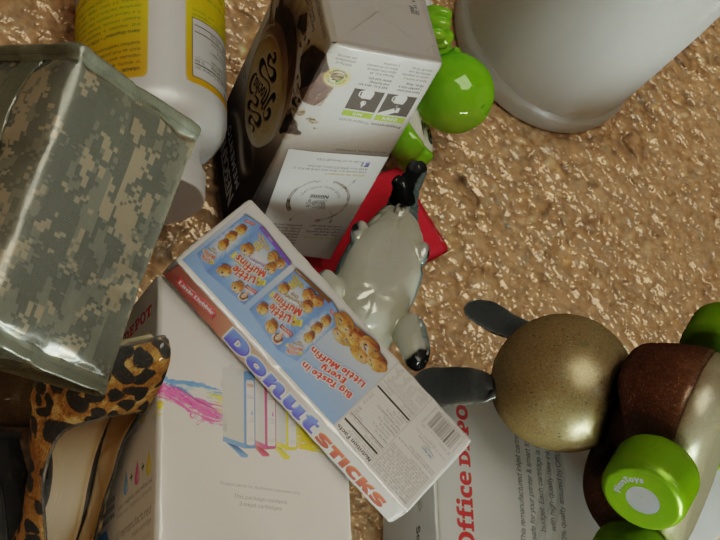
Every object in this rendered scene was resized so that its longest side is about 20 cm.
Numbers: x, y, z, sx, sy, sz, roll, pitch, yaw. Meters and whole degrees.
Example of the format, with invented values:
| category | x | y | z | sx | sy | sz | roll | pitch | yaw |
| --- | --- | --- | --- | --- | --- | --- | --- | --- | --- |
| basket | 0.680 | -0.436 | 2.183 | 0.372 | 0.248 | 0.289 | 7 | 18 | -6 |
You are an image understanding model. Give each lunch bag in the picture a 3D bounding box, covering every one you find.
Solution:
| category | x | y | z | sx | sy | sz | roll | pitch | yaw |
| --- | --- | --- | --- | --- | --- | --- | --- | --- | --- |
| lunch bag | -0.210 | -0.035 | 0.914 | 0.118 | 0.200 | 0.164 | 33 | 70 | -46 |

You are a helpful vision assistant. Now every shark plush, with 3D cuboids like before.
| category | x | y | z | sx | sy | sz | roll | pitch | yaw |
| --- | --- | --- | --- | --- | --- | --- | --- | --- | --- |
| shark plush | 0.000 | 0.000 | 1.140 | 0.091 | 0.083 | 0.200 | 15 | 58 | -11 |

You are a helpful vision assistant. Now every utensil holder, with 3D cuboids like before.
| category | x | y | z | sx | sy | sz | roll | pitch | yaw |
| --- | --- | --- | --- | --- | --- | --- | --- | --- | --- |
| utensil holder | 0.194 | -0.230 | 1.312 | 0.170 | 0.200 | 0.170 | 13 | 59 | -23 |

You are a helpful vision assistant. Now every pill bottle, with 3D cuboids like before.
| category | x | y | z | sx | sy | sz | roll | pitch | yaw |
| --- | --- | --- | --- | --- | --- | --- | --- | --- | --- |
| pill bottle | -0.143 | -0.135 | 1.131 | 0.104 | 0.104 | 0.200 | 10 | 61 | -25 |

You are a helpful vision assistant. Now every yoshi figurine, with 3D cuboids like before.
| category | x | y | z | sx | sy | sz | roll | pitch | yaw |
| --- | --- | --- | --- | --- | --- | --- | --- | --- | --- |
| yoshi figurine | 0.049 | -0.176 | 1.263 | 0.112 | 0.112 | 0.200 | 6 | 66 | -34 |

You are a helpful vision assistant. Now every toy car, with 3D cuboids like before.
| category | x | y | z | sx | sy | sz | roll | pitch | yaw |
| --- | --- | --- | --- | --- | --- | --- | --- | --- | --- |
| toy car | 0.137 | 0.090 | 1.075 | 0.200 | 0.158 | 0.164 | 22 | 45 | 19 |

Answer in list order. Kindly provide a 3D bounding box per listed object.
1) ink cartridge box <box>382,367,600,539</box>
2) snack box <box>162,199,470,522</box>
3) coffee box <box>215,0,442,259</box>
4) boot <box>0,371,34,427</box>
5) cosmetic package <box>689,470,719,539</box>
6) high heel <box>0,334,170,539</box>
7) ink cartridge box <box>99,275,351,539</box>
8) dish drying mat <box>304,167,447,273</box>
| category | x | y | z | sx | sy | sz | roll | pitch | yaw |
| --- | --- | --- | --- | --- | --- | --- | --- | --- | --- |
| ink cartridge box | 0.118 | 0.160 | 1.136 | 0.200 | 0.084 | 0.146 | 12 | 59 | -23 |
| snack box | -0.025 | 0.052 | 0.989 | 0.200 | 0.024 | 0.072 | 48 | 52 | 0 |
| coffee box | -0.029 | -0.114 | 1.111 | 0.080 | 0.200 | 0.113 | 6 | 49 | -23 |
| boot | -0.226 | 0.002 | 1.038 | 0.075 | 0.074 | 0.200 | -10 | 74 | -26 |
| cosmetic package | 0.304 | 0.129 | 1.249 | 0.200 | 0.102 | 0.074 | -24 | 78 | -37 |
| high heel | -0.148 | 0.129 | 0.935 | 0.071 | 0.200 | 0.143 | 0 | 63 | -45 |
| ink cartridge box | -0.090 | 0.103 | 1.022 | 0.125 | 0.129 | 0.200 | 11 | 60 | -25 |
| dish drying mat | -0.028 | -0.011 | 1.187 | 0.200 | 0.018 | 0.077 | -25 | 80 | -37 |
